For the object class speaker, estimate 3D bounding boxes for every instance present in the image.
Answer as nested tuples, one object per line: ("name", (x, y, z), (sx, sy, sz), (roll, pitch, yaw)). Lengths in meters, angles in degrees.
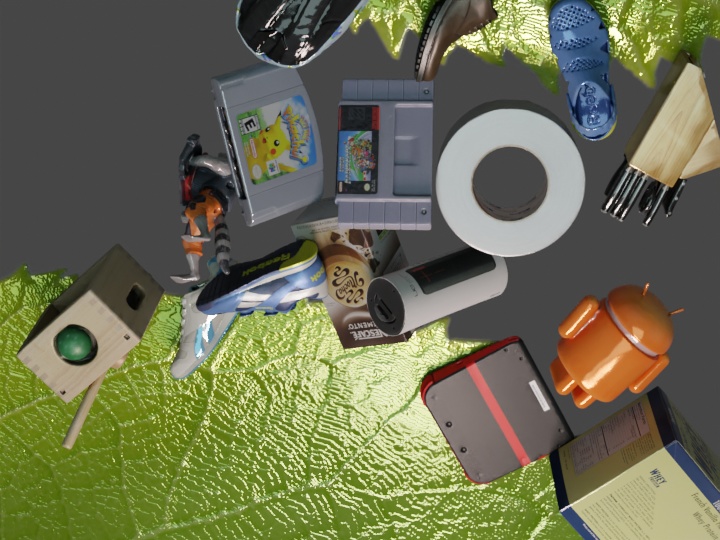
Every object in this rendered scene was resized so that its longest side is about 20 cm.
("speaker", (0.104, 0.023, 1.734), (0.081, 0.198, 0.082), (24, 123, 44))

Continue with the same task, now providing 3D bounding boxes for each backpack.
("backpack", (-0.071, -0.351, 1.621), (0.162, 0.154, 0.201), (31, 92, -12))

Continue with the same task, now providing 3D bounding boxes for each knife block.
("knife block", (0.383, -0.166, 1.696), (0.173, 0.064, 0.202), (-17, 112, 11))

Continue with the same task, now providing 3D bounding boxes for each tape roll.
("tape roll", (0.199, -0.124, 1.722), (0.197, 0.066, 0.203), (1, 108, 4))

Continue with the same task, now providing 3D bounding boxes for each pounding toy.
("pounding toy", (-0.377, 0.105, 1.810), (0.184, 0.201, 0.142), (-39, 107, 20))

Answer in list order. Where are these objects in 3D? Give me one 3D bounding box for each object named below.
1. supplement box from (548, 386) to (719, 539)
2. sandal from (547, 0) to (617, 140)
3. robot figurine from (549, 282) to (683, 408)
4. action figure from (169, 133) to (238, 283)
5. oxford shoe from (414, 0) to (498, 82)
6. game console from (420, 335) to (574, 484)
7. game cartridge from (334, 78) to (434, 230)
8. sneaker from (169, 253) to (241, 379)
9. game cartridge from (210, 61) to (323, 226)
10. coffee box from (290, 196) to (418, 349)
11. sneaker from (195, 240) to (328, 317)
("supplement box", (0.415, 0.318, 1.867), (0.199, 0.135, 0.200), (-36, 113, 18))
("sandal", (0.291, -0.254, 1.654), (0.079, 0.087, 0.202), (-16, 110, 14))
("robot figurine", (0.355, 0.102, 1.794), (0.200, 0.116, 0.144), (-46, 76, 22))
("action figure", (-0.200, -0.074, 1.738), (0.103, 0.195, 0.201), (12, 147, 6))
("oxford shoe", (0.130, -0.322, 1.644), (0.084, 0.073, 0.201), (25, 114, -9))
("game console", (0.200, 0.211, 1.907), (0.175, 0.031, 0.201), (-28, 110, 10))
("game cartridge", (0.032, -0.154, 1.688), (0.128, 0.038, 0.203), (1, 76, 0))
("sneaker", (-0.226, 0.067, 1.856), (0.080, 0.077, 0.201), (33, 106, -3))
("game cartridge", (-0.117, -0.174, 1.709), (0.132, 0.040, 0.203), (-24, 109, -33))
("coffee box", (0.000, 0.000, 1.779), (0.112, 0.080, 0.202), (-9, 115, 33))
("sneaker", (-0.133, 0.030, 1.757), (0.198, 0.074, 0.083), (-18, 123, 21))
